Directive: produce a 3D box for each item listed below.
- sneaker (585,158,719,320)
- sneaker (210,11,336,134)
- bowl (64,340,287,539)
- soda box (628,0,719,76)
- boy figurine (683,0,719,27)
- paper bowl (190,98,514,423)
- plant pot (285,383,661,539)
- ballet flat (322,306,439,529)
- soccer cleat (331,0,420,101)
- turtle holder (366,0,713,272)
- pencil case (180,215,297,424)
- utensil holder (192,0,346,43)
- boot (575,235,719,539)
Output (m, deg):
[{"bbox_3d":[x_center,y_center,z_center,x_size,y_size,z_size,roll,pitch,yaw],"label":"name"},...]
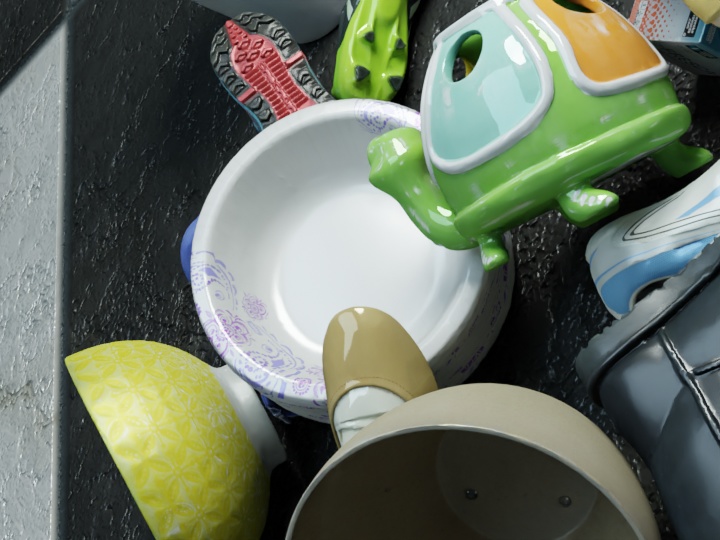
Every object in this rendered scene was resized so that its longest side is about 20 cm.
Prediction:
[{"bbox_3d":[0.209,-0.034,0.954,0.200,0.072,0.073,-38,76,32],"label":"sneaker"},{"bbox_3d":[-0.035,-0.100,1.333,0.079,0.096,0.201,-30,68,8],"label":"sneaker"},{"bbox_3d":[-0.116,0.125,1.268,0.107,0.201,0.200,-28,37,-7],"label":"bowl"},{"bbox_3d":[0.222,-0.213,1.019,0.068,0.063,0.201,16,88,56],"label":"soda box"},{"bbox_3d":[0.203,-0.182,0.941,0.199,0.064,0.125,19,91,24],"label":"boy figurine"},{"bbox_3d":[0.000,0.000,1.148,0.199,0.104,0.202,-6,70,18],"label":"paper bowl"},{"bbox_3d":[0.073,0.140,0.967,0.200,0.200,0.135,-49,3,29],"label":"plant pot"},{"bbox_3d":[0.020,0.117,1.053,0.068,0.201,0.063,-8,29,14],"label":"ballet flat"},{"bbox_3d":[0.019,-0.215,1.320,0.081,0.067,0.201,5,78,69],"label":"soccer cleat"},{"bbox_3d":[0.096,-0.083,1.023,0.132,0.140,0.185,64,158,3],"label":"turtle holder"},{"bbox_3d":[-0.066,0.029,1.300,0.078,0.087,0.200,-25,37,-10],"label":"pencil case"},{"bbox_3d":[-0.101,-0.284,1.402,0.170,0.199,0.171,-32,48,43],"label":"utensil holder"},{"bbox_3d":[0.219,0.058,0.876,0.200,0.076,0.169,-40,55,13],"label":"boot"}]
